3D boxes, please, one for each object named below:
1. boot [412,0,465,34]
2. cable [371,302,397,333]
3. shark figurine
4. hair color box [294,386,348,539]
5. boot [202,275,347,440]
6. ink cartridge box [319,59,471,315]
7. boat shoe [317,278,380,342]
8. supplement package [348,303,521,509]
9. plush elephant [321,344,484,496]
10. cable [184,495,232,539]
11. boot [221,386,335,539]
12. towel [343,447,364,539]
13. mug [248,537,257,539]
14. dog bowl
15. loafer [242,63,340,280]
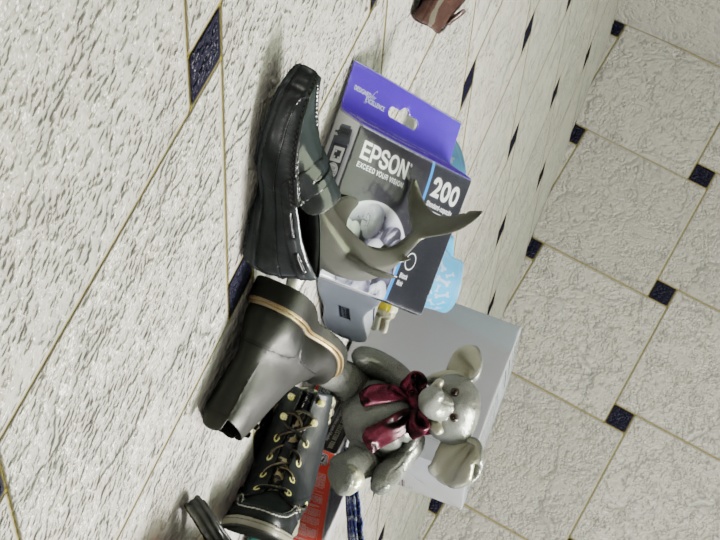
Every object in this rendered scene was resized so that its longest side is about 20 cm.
[{"bbox_3d":[0.112,-0.336,1.854,0.168,0.072,0.200,-61,174,12],"label":"boot"},{"bbox_3d":[0.040,-0.032,1.961,0.097,0.050,0.202,-53,160,-81],"label":"cable"},{"bbox_3d":[0.015,-0.017,1.559,0.213,0.089,0.130,4,103,-47],"label":"shark figurine"},{"bbox_3d":[-0.046,0.228,1.983,0.201,0.061,0.102,100,14,-45],"label":"hair color box"},{"bbox_3d":[-0.084,0.101,1.542,0.139,0.077,0.200,-64,156,-14],"label":"boot"},{"bbox_3d":[0.028,-0.074,1.652,0.197,0.043,0.202,21,87,-53],"label":"ink cartridge box"},{"bbox_3d":[0.004,0.002,1.801,0.202,0.074,0.087,90,22,-67],"label":"boat shoe"},{"bbox_3d":[0.073,0.151,2.115,0.147,0.189,0.202,88,23,-66],"label":"supplement package"},{"bbox_3d":[0.059,0.154,1.859,0.199,0.153,0.167,21,56,-58],"label":"plush elephant"},{"bbox_3d":[-0.127,0.271,1.576,0.050,0.098,0.200,-29,157,-2],"label":"cable"},{"bbox_3d":[-0.078,0.189,1.713,0.204,0.073,0.156,52,54,-83],"label":"boot"},{"bbox_3d":[-0.002,0.313,1.905,0.145,0.024,0.202,91,-5,-59],"label":"towel"},{"bbox_3d":[-0.076,0.390,1.856,0.114,0.150,0.187,88,22,-77],"label":"mug"},{"bbox_3d":[0.077,-0.052,1.981,0.111,0.049,0.203,-165,-105,-70],"label":"dog bowl"},{"bbox_3d":[-0.047,-0.075,1.380,0.068,0.070,0.202,-61,166,-48],"label":"loafer"}]
